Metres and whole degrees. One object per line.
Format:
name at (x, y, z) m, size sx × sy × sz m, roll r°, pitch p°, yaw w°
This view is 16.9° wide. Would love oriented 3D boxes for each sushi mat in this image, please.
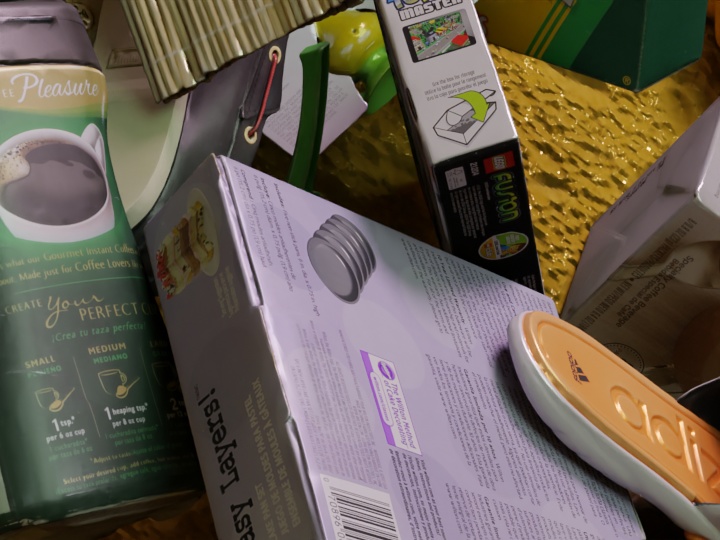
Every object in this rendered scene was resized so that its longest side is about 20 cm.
sushi mat at (-0.070, -0.169, 0.951) m, size 0.012 × 0.096 × 0.200 m, roll 28°, pitch 37°, yaw -62°

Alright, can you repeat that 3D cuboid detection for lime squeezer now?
lime squeezer at (0.000, 0.000, 0.997) m, size 0.200 × 0.070 × 0.038 m, roll 64°, pitch 23°, yaw -20°

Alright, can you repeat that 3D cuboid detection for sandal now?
sandal at (0.141, 0.068, 0.915) m, size 0.207 × 0.059 × 0.079 m, roll 34°, pitch 30°, yaw -33°

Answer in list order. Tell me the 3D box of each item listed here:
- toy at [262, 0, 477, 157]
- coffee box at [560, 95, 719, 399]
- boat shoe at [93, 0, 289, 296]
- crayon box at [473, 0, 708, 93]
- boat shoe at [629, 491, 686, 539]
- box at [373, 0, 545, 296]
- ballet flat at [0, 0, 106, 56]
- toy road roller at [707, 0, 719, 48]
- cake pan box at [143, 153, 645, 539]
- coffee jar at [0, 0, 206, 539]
toy at (-0.058, -0.135, 1.054) m, size 0.200 × 0.047 × 0.115 m, roll 39°, pitch 70°, yaw 17°
coffee box at (0.205, 0.027, 1.076) m, size 0.200 × 0.114 × 0.080 m, roll 32°, pitch 45°, yaw -9°
boat shoe at (-0.067, -0.086, 0.981) m, size 0.063 × 0.074 × 0.202 m, roll 48°, pitch 54°, yaw -48°
crayon box at (0.059, -0.190, 1.040) m, size 0.200 × 0.173 × 0.058 m, roll 22°, pitch 34°, yaw 33°
boat shoe at (0.098, 0.134, 0.959) m, size 0.200 × 0.066 × 0.074 m, roll -10°, pitch 55°, yaw -34°
box at (0.041, -0.044, 0.973) m, size 0.035 × 0.200 × 0.110 m, roll -17°, pitch 63°, yaw 1°
ballet flat at (-0.167, -0.078, 0.942) m, size 0.200 × 0.057 × 0.066 m, roll -21°, pitch 64°, yaw -42°
toy road roller at (0.225, -0.138, 1.231) m, size 0.123 × 0.146 × 0.201 m, roll -7°, pitch 99°, yaw -37°
cake pan box at (0.023, 0.070, 0.850) m, size 0.184 × 0.052 × 0.200 m, roll 19°, pitch 40°, yaw -40°
coffee jar at (-0.127, -0.001, 0.865) m, size 0.104 × 0.085 × 0.201 m, roll -6°, pitch 76°, yaw -43°
